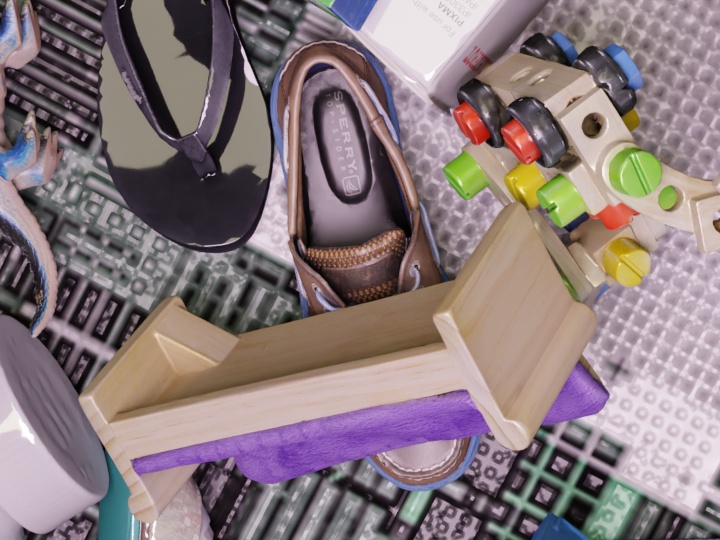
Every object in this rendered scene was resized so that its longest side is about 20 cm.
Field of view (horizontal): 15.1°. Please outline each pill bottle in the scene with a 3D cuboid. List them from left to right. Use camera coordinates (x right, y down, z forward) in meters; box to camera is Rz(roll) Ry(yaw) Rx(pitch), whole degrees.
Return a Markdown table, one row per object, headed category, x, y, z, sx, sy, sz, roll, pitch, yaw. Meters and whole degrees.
| category | x | y | z | sx | sy | sz | roll | pitch | yaw |
| --- | --- | --- | --- | --- | --- | --- | --- | --- | --- |
| pill bottle | -0.215 | 0.108 | 1.166 | 0.199 | 0.110 | 0.110 | -31 | 88 | 9 |

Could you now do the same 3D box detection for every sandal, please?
| category | x | y | z | sx | sy | sz | roll | pitch | yaw |
| --- | --- | --- | --- | --- | --- | --- | --- | --- | --- |
| sandal | -0.083 | -0.106 | 1.186 | 0.076 | 0.043 | 0.201 | -7 | 90 | 6 |

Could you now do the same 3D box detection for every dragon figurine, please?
| category | x | y | z | sx | sy | sz | roll | pitch | yaw |
| --- | --- | --- | --- | --- | --- | --- | --- | --- | --- |
| dragon figurine | -0.187 | -0.064 | 1.189 | 0.099 | 0.059 | 0.201 | -11 | 89 | 6 |

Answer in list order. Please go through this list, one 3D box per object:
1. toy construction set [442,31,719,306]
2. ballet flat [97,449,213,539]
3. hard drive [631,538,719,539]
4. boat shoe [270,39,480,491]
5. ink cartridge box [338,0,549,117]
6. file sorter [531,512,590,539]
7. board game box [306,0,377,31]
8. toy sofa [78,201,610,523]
| category | x | y | z | sx | sy | sz | roll | pitch | yaw |
| --- | --- | --- | --- | --- | --- | --- | --- | --- | --- |
| toy construction set | 0.103 | -0.032 | 1.085 | 0.092 | 0.200 | 0.131 | -41 | 108 | -21 |
| ballet flat | -0.087 | 0.156 | 1.191 | 0.062 | 0.067 | 0.201 | 4 | 96 | -22 |
| hard drive | 0.151 | 0.183 | 1.176 | 0.199 | 0.025 | 0.133 | -2 | 91 | 6 |
| boat shoe | 0.000 | 0.000 | 1.164 | 0.072 | 0.072 | 0.201 | -18 | 90 | 5 |
| ink cartridge box | 0.066 | -0.168 | 1.118 | 0.083 | 0.145 | 0.200 | 40 | 94 | 5 |
| file sorter | 0.117 | 0.216 | 1.101 | 0.200 | 0.139 | 0.123 | 37 | 98 | 4 |
| board game box | -0.007 | -0.211 | 1.050 | 0.135 | 0.034 | 0.201 | 30 | 89 | 23 |
| toy sofa | -0.005 | 0.052 | 1.097 | 0.199 | 0.083 | 0.098 | -14 | 114 | 35 |
